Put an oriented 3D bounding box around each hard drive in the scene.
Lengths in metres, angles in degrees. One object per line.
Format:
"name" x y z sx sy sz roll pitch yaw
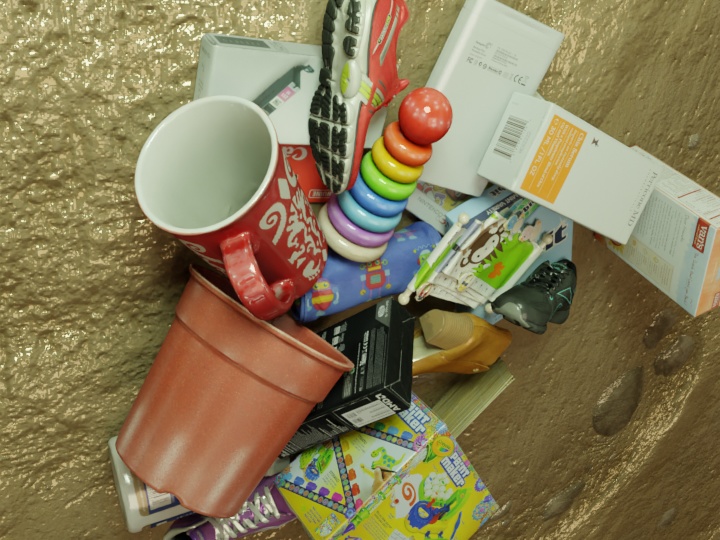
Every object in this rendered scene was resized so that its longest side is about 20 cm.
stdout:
"hard drive" 0.126 -0.185 0.886 0.130 0.027 0.202 10 116 -35

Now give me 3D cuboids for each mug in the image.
"mug" -0.113 -0.033 0.770 0.131 0.180 0.200 3 158 16

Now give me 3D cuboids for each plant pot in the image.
"plant pot" -0.140 0.129 0.839 0.200 0.200 0.197 32 89 -41

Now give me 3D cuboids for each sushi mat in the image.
"sushi mat" 0.135 0.200 1.153 0.012 0.096 0.200 40 98 -19

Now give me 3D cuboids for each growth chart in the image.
"growth chart" 0.143 -0.010 0.960 0.198 0.018 0.146 10 119 -47

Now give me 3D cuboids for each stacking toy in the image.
"stacking toy" 0.029 -0.104 0.837 0.084 0.086 0.201 3 137 -31

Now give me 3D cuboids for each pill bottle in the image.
"pill bottle" -0.190 0.226 0.967 0.197 0.111 0.112 -13 128 -22

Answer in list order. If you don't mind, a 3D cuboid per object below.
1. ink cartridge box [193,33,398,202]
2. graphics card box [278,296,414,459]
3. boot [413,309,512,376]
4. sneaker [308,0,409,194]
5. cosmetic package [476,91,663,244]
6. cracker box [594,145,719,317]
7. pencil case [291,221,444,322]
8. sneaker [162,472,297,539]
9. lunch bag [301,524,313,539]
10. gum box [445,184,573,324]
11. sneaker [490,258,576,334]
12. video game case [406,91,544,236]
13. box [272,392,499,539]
"ink cartridge box" -0.073 -0.139 0.823 0.197 0.044 0.176 -2 122 -29
"graphics card box" -0.030 0.123 0.922 0.199 0.127 0.051 -29 127 31
"boot" 0.086 0.117 1.044 0.143 0.072 0.200 21 138 -40
"sneaker" 0.006 -0.165 0.774 0.084 0.077 0.203 -8 125 -32
"cosmetic package" 0.239 -0.112 0.918 0.198 0.071 0.103 18 101 -33
"cracker box" 0.392 -0.055 1.049 0.057 0.200 0.135 -18 130 -18
"pencil case" 0.000 0.000 0.940 0.197 0.087 0.079 -14 103 -23
"sneaker" -0.152 0.309 1.002 0.198 0.114 0.074 -25 91 18
"lunch bag" -0.008 0.306 1.127 0.168 0.122 0.202 -23 137 -13
"gum box" 0.193 -0.030 1.032 0.168 0.045 0.201 -30 140 -14
"sneaker" 0.219 0.025 1.005 0.199 0.075 0.080 -9 124 -63
"video game case" 0.141 -0.134 0.965 0.181 0.023 0.201 30 104 -41
"box" 0.037 0.271 0.981 0.192 0.122 0.201 -41 130 -10
